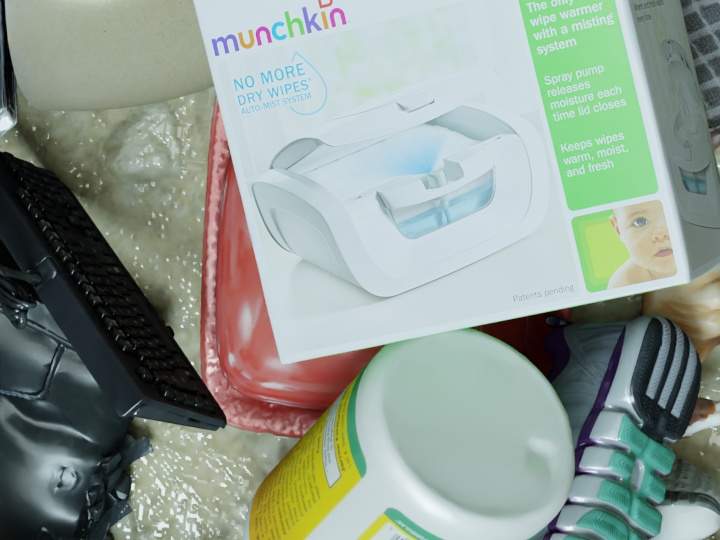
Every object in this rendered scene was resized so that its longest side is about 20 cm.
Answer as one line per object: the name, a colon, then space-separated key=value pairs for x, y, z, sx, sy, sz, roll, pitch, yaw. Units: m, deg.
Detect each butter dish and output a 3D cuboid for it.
butter dish: x=0.000 y=0.000 z=1.454 sx=0.199 sy=0.148 sz=0.200 roll=5 pitch=98 yaw=14

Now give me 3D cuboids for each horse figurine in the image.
horse figurine: x=0.174 y=-0.023 z=1.458 sx=0.132 sy=0.050 sz=0.200 roll=-22 pitch=92 yaw=12

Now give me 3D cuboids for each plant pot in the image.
plant pot: x=-0.084 y=-0.173 z=1.433 sx=0.134 sy=0.200 sz=0.201 roll=7 pitch=98 yaw=8

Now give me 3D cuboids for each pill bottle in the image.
pill bottle: x=0.011 y=0.120 z=1.391 sx=0.113 sy=0.113 sz=0.200 roll=46 pitch=138 yaw=5

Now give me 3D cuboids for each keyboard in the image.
keyboard: x=-0.152 y=0.003 z=1.462 sx=0.021 sy=0.127 sz=0.200 roll=-53 pitch=52 yaw=20

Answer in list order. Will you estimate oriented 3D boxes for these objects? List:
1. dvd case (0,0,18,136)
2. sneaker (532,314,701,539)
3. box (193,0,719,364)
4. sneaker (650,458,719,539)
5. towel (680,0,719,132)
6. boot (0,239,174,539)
dvd case: x=-0.239 y=-0.089 z=1.491 sx=0.149 sy=0.200 sz=0.016 roll=-36 pitch=121 yaw=16
sneaker: x=0.099 y=0.115 z=1.417 sx=0.087 sy=0.074 sz=0.200 roll=5 pitch=64 yaw=42
box: x=0.049 y=-0.067 z=1.301 sx=0.200 sy=0.097 sz=0.177 roll=-11 pitch=95 yaw=22
sneaker: x=0.096 y=0.146 z=1.496 sx=0.200 sy=0.075 sz=0.087 roll=-14 pitch=105 yaw=22
towel: x=0.181 y=-0.158 z=1.375 sx=0.200 sy=0.086 sz=0.166 roll=-24 pitch=97 yaw=-22
boot: x=-0.203 y=0.072 z=1.557 sx=0.198 sy=0.073 sz=0.163 roll=26 pitch=108 yaw=12
